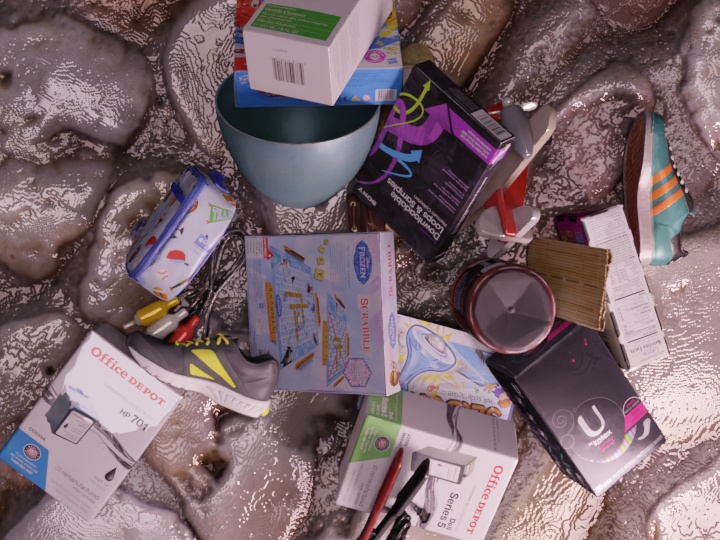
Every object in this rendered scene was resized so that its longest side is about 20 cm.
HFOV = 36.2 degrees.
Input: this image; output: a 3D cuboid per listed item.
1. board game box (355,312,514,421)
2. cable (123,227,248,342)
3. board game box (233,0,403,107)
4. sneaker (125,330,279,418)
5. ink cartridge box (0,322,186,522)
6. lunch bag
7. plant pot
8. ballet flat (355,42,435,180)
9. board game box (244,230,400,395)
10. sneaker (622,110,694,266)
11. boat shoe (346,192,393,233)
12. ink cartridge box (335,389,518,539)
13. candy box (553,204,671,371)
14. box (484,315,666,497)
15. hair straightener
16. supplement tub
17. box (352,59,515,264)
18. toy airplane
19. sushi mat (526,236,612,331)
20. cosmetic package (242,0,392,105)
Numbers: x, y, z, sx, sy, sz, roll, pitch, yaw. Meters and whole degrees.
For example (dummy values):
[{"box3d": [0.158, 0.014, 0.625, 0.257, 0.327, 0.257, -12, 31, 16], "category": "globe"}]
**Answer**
[{"box3d": [0.107, 0.140, 1.443, 0.199, 0.034, 0.136, 14, 92, -4], "category": "board game box"}, {"box3d": [-0.203, 0.039, 1.414, 0.200, 0.050, 0.097, -44, 96, 2], "category": "cable"}, {"box3d": [-0.053, -0.283, 1.341, 0.199, 0.056, 0.196, -2, 48, -3], "category": "board game box"}, {"box3d": [-0.193, 0.110, 1.375, 0.199, 0.074, 0.085, 25, 93, -15], "category": "sneaker"}, {"box3d": [-0.336, 0.190, 1.399, 0.146, 0.086, 0.200, 37, 92, -4], "category": "ink cartridge box"}, {"box3d": [-0.218, -0.053, 1.340, 0.075, 0.200, 0.161, 33, 92, -18], "category": "lunch bag"}, {"box3d": [-0.076, -0.157, 1.357, 0.199, 0.201, 0.135, -1, 131, -3], "category": "plant pot"}, {"box3d": [0.049, -0.197, 1.407, 0.070, 0.071, 0.201, 23, 91, -4], "category": "ballet flat"}, {"box3d": [-0.049, 0.052, 1.381, 0.199, 0.041, 0.201, 0, 95, 29], "category": "board game box"}, {"box3d": [0.390, -0.107, 1.431, 0.080, 0.071, 0.201, -2, 98, -7], "category": "sneaker"}, {"box3d": [0.000, 0.000, 1.414, 0.070, 0.070, 0.201, 7, 84, -10], "category": "boat shoe"}, {"box3d": [0.084, 0.245, 1.402, 0.199, 0.084, 0.146, 16, 116, -4], "category": "ink cartridge box"}, {"box3d": [0.317, 0.018, 1.397, 0.061, 0.136, 0.201, -18, 95, -3], "category": "candy box"}, {"box3d": [0.272, 0.164, 1.397, 0.122, 0.106, 0.200, -38, 104, -7], "category": "box"}, {"box3d": [0.048, 0.311, 1.367, 0.077, 0.041, 0.201, 20, 116, -4], "category": "hair straightener"}, {"box3d": [0.169, 0.039, 1.358, 0.106, 0.200, 0.108, 0, 94, -4], "category": "supplement tub"}, {"box3d": [0.080, -0.124, 1.295, 0.143, 0.036, 0.200, 45, 134, 19], "category": "box"}, {"box3d": [0.155, -0.117, 1.350, 0.141, 0.199, 0.201, 25, 95, -16], "category": "toy airplane"}, {"box3d": [0.253, 0.012, 1.364, 0.012, 0.200, 0.096, 6, 95, -19], "category": "sushi mat"}, {"box3d": [-0.044, -0.285, 1.249, 0.107, 0.085, 0.200, 13, 50, 15], "category": "cosmetic package"}]
